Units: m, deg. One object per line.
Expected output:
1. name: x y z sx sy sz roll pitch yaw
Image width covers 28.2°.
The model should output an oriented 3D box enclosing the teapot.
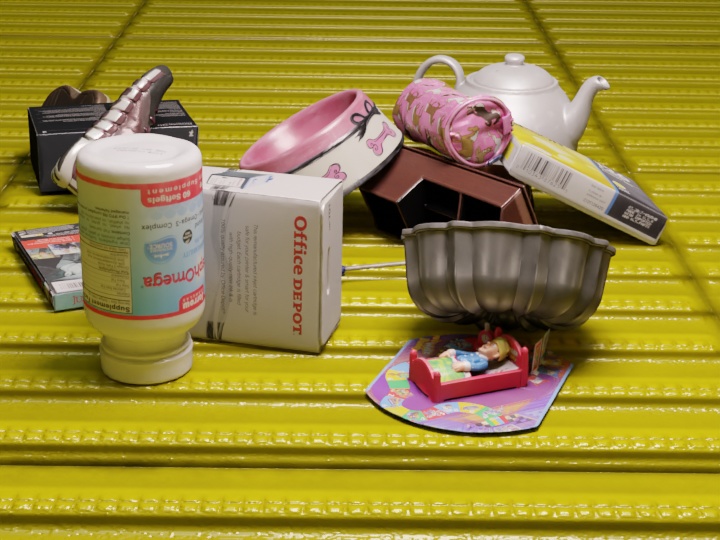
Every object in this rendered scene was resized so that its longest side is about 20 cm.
1. teapot: 0.191 -0.209 1.862 0.198 0.148 0.197 -7 22 -18

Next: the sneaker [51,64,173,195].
1. sneaker: -0.264 -0.143 1.700 0.200 0.115 0.076 -50 7 -22

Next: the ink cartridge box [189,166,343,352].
1. ink cartridge box: -0.120 -0.015 1.341 0.197 0.148 0.086 6 19 12

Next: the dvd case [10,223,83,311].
1. dvd case: -0.275 -0.011 1.503 0.144 0.022 0.200 -9 22 -24

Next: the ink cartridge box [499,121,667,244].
1. ink cartridge box: 0.240 -0.116 1.660 0.196 0.047 0.200 23 18 -15

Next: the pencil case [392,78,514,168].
1. pencil case: 0.103 -0.172 1.635 0.086 0.083 0.200 37 0 -22

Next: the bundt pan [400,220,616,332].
1. bundt pan: 0.132 0.011 1.306 0.199 0.077 0.202 4 -9 1

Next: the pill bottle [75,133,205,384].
1. pill bottle: -0.189 -0.009 1.247 0.107 0.202 0.109 0 21 0

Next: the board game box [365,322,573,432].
1. board game box: 0.097 0.079 1.254 0.156 0.039 0.200 9 22 19

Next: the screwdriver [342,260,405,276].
1. screwdriver: 0.000 0.000 1.479 0.197 0.028 0.029 -1 51 -8

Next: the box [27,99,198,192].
1. box: -0.313 -0.159 1.807 0.197 0.080 0.141 -5 19 -16

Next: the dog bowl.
1. dog bowl: -0.052 -0.133 1.631 0.199 0.074 0.200 -29 18 10

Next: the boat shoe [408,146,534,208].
1. boat shoe: 0.108 -0.095 1.688 0.198 0.071 0.070 15 -13 24

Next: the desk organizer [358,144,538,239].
1. desk organizer: 0.094 -0.066 1.558 0.077 0.072 0.199 -42 39 -21

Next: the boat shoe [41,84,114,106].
1. boat shoe: -0.377 -0.204 1.958 0.076 0.072 0.199 29 -6 -34
